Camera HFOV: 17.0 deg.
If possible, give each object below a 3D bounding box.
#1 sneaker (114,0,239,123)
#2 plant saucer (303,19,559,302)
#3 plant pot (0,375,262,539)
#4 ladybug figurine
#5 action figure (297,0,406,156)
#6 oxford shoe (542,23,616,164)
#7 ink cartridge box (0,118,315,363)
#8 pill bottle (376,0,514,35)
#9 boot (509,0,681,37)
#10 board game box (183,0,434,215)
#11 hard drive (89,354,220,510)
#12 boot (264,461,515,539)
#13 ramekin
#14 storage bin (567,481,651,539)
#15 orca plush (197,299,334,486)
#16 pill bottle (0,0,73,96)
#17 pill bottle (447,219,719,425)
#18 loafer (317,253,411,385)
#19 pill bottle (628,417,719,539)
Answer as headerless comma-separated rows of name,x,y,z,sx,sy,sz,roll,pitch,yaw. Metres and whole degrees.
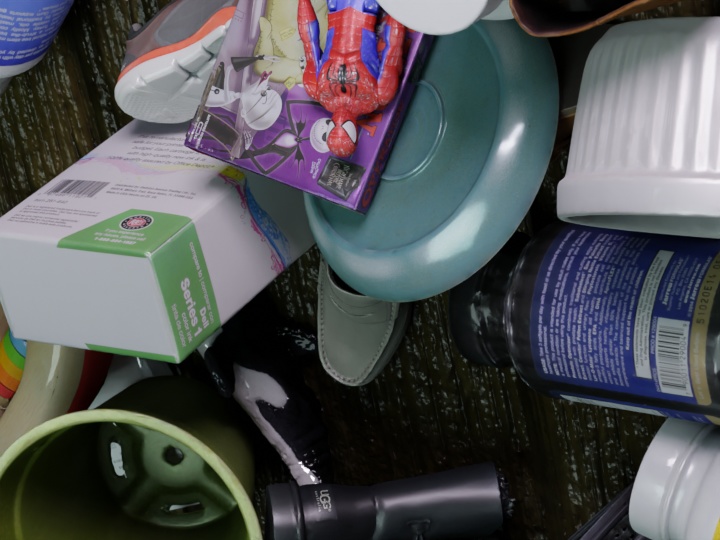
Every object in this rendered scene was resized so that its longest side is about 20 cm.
sneaker,-0.076,-0.166,1.527,0.200,0.082,0.077,-21,146,23
plant saucer,0.033,-0.081,1.437,0.200,0.027,0.200,-18,63,40
plant pot,-0.147,0.160,1.683,0.200,0.190,0.200,3,107,9
ladybug figurine,-0.228,0.060,1.733,0.200,0.072,0.136,-51,46,46
action figure,-0.004,-0.165,1.397,0.065,0.052,0.200,2,86,11
oxford shoe,0.108,-0.095,1.447,0.200,0.071,0.071,-15,133,43
ink cartridge box,-0.122,-0.032,1.560,0.145,0.200,0.084,7,123,35
pill bottle,0.085,-0.202,1.289,0.113,0.200,0.113,19,127,28
boot,0.201,-0.172,1.215,0.188,0.200,0.069,-4,100,42
board game box,-0.016,-0.147,1.436,0.120,0.032,0.200,21,89,14
hard drive,-0.191,0.091,1.811,0.132,0.027,0.200,-17,106,43
boot,0.018,0.205,1.637,0.168,0.077,0.200,-3,140,-7
ramekin,0.206,-0.073,1.282,0.200,0.200,0.105,2,87,37
storage bin,0.133,0.246,1.575,0.094,0.135,0.200,47,135,5
orca plush,-0.053,0.071,1.659,0.071,0.105,0.200,-35,72,9
pill bottle,-0.246,-0.200,1.613,0.112,0.112,0.200,43,134,8
pill bottle,0.157,0.027,1.438,0.200,0.112,0.112,8,121,34
loafer,0.000,0.000,1.571,0.070,0.070,0.200,21,129,16
pill bottle,0.267,0.157,1.432,0.200,0.112,0.113,23,128,26
